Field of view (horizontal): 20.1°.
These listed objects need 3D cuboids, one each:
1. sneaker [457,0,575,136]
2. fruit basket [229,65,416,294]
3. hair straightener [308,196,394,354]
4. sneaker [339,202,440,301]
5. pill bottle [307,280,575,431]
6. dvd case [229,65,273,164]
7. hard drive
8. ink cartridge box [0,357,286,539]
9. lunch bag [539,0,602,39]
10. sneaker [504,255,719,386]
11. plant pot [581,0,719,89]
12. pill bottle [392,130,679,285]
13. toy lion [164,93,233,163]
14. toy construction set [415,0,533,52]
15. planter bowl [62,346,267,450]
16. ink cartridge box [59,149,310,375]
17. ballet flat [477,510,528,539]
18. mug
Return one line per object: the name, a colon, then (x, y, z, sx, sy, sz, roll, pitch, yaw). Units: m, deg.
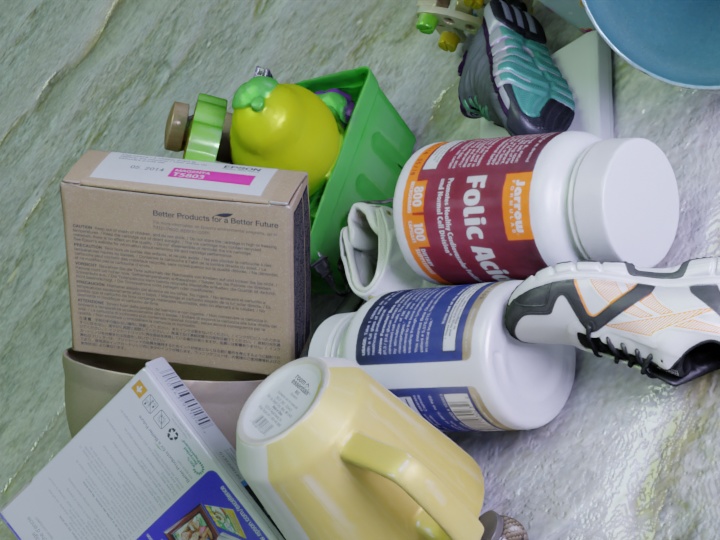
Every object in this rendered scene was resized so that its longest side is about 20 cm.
sneaker: (0.121, -0.140, 1.676, 0.088, 0.074, 0.200, -55, 20, 28)
fruit basket: (-0.062, -0.095, 1.794, 0.155, 0.215, 0.217, -8, 56, 50)
hair straightener: (0.000, 0.000, 1.714, 0.041, 0.077, 0.201, -36, 22, 53)
sneaker: (0.044, -0.043, 1.687, 0.074, 0.115, 0.201, -30, 39, 38)
pill bottle: (0.057, 0.068, 1.560, 0.199, 0.111, 0.112, -5, 58, 44)
dvd case: (-0.113, -0.087, 1.910, 0.149, 0.016, 0.201, 41, -115, -90)
hard drive: (0.151, -0.090, 1.666, 0.132, 0.027, 0.201, -30, 42, 36)
ink cartridge box: (-0.169, 0.208, 1.642, 0.200, 0.198, 0.043, -43, -10, 23)
lunch bag: (0.206, -0.304, 1.642, 0.200, 0.170, 0.122, -35, 37, 35)
sneaker: (0.192, 0.038, 1.417, 0.199, 0.074, 0.080, -4, 64, 26)
plant pot: (0.270, -0.245, 1.522, 0.200, 0.200, 0.135, -41, -2, 22)
pill bottle: (0.131, -0.046, 1.530, 0.199, 0.114, 0.115, -2, 60, 44)
toy lion: (-0.155, -0.063, 1.829, 0.192, 0.068, 0.201, -101, 25, -74)
toy construction set: (0.082, -0.257, 1.772, 0.130, 0.200, 0.093, 12, 83, 24)
planter bowl: (-0.162, 0.143, 1.754, 0.200, 0.199, 0.136, 16, 102, 56)
ink cartridge box: (-0.144, -0.007, 1.710, 0.199, 0.166, 0.075, 7, 28, 11)
ballet flat: (0.060, 0.264, 1.471, 0.201, 0.046, 0.067, -57, 20, 6)
mug: (0.002, 0.138, 1.470, 0.186, 0.153, 0.150, -21, 33, 34)
